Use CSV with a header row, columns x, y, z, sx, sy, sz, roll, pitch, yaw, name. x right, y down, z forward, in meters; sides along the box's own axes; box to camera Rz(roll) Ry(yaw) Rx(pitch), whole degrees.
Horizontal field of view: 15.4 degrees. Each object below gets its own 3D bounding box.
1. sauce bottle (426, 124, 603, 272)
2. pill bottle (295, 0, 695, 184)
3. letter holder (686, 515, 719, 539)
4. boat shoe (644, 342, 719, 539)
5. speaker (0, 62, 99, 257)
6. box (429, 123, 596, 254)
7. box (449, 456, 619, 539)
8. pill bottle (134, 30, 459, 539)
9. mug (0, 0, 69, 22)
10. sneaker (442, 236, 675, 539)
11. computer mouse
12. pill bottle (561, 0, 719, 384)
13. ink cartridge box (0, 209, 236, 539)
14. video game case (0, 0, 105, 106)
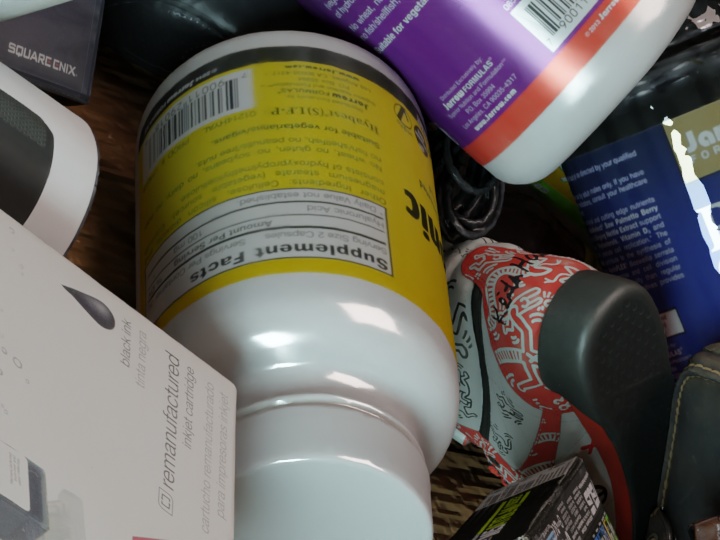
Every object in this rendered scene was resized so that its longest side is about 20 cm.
x,y,z,sx,sy,sz,roll,pitch,yaw,name
0.076,0.012,1.155,0.200,0.066,0.066,41,28,-21,sauce bottle
0.023,-0.133,0.991,0.200,0.113,0.113,41,27,-3,pill bottle
0.214,0.181,0.964,0.101,0.141,0.201,-89,161,-56,letter holder
0.143,0.128,1.029,0.073,0.074,0.201,-25,117,-36,boat shoe
-0.176,-0.062,0.794,0.200,0.081,0.082,36,31,-34,speaker
0.088,-0.085,1.205,0.200,0.101,0.113,50,54,-10,box
0.090,0.170,0.917,0.200,0.047,0.194,-23,91,-80,box
-0.023,0.019,0.919,0.111,0.111,0.201,37,31,-32,pill bottle
-0.107,-0.160,0.847,0.150,0.152,0.187,53,52,-36,mug
0.079,0.071,1.076,0.067,0.108,0.202,-43,134,-29,sneaker
-0.022,-0.102,1.048,0.199,0.053,0.139,23,43,-5,computer mouse
0.145,-0.035,1.094,0.112,0.111,0.201,-25,93,-64,pill bottle
-0.130,0.047,0.734,0.200,0.085,0.146,37,30,-29,ink cartridge box
-0.135,-0.174,0.947,0.142,0.019,0.202,18,77,-50,video game case
